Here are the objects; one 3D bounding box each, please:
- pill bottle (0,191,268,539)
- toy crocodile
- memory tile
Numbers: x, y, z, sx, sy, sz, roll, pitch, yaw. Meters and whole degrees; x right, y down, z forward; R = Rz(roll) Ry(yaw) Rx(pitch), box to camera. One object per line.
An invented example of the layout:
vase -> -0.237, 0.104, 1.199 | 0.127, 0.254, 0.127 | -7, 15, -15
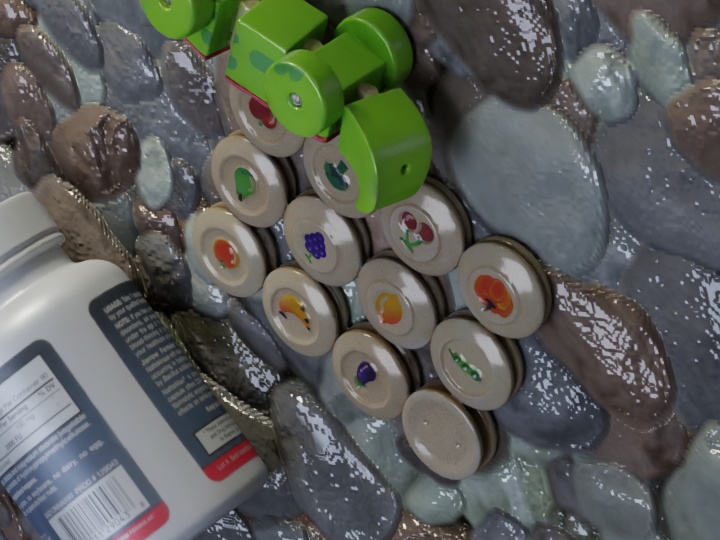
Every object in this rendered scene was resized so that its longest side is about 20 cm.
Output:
pill bottle -> -0.151, 0.064, 1.441 | 0.201, 0.119, 0.120 | 54, 140, 3
toy crocodile -> -0.043, -0.106, 1.260 | 0.200, 0.067, 0.062 | 39, 138, 18
memory tile -> 0.000, 0.000, 1.329 | 0.200, 0.017, 0.154 | 39, 137, 19
